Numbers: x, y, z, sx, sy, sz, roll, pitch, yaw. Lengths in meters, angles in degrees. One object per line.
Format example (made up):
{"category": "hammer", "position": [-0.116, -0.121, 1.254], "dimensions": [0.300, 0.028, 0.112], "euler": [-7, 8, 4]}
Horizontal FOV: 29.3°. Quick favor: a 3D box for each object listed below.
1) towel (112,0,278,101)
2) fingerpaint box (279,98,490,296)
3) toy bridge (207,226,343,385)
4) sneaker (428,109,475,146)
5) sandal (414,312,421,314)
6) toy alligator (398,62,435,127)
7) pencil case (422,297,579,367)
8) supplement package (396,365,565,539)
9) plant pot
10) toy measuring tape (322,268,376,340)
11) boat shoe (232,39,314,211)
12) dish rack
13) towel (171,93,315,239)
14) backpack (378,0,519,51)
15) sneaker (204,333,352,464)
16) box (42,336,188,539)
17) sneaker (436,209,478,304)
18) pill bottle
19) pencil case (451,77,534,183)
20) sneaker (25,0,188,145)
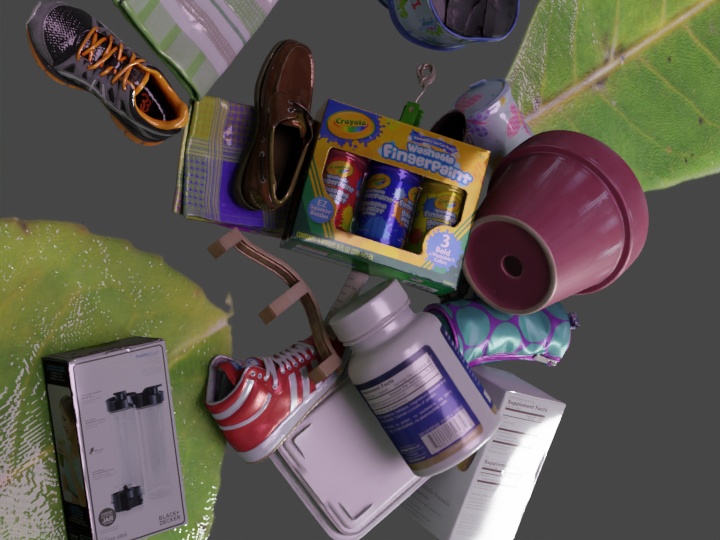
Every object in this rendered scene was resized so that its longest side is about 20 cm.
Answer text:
{"category": "towel", "position": [-0.163, -0.302, 1.485], "dimensions": [0.149, 0.031, 0.201], "euler": [48, 57, -28]}
{"category": "fingerpaint box", "position": [0.029, -0.081, 1.555], "dimensions": [0.199, 0.073, 0.168], "euler": [18, 79, -11]}
{"category": "toy bridge", "position": [-0.084, 0.035, 1.528], "dimensions": [0.200, 0.027, 0.067], "euler": [51, 44, -1]}
{"category": "sneaker", "position": [0.094, -0.088, 1.654], "dimensions": [0.106, 0.074, 0.201], "euler": [67, 31, -64]}
{"category": "sandal", "position": [0.041, 0.139, 1.669], "dimensions": [0.075, 0.045, 0.200], "euler": [50, 62, -29]}
{"category": "toy alligator", "position": [0.051, -0.158, 1.670], "dimensions": [0.054, 0.059, 0.201], "euler": [92, 19, -64]}
{"category": "pencil case", "position": [0.164, 0.078, 1.654], "dimensions": [0.199, 0.085, 0.093], "euler": [-3, 59, -36]}
{"category": "supplement package", "position": [0.146, 0.226, 1.685], "dimensions": [0.109, 0.114, 0.201], "euler": [15, 98, -39]}
{"category": "plant pot", "position": [0.215, -0.044, 1.627], "dimensions": [0.179, 0.199, 0.201], "euler": [-37, 114, -46]}
{"category": "toy measuring tape", "position": [0.000, 0.000, 1.613], "dimensions": [0.074, 0.073, 0.201], "euler": [42, 64, -32]}
{"category": "boat shoe", "position": [-0.079, -0.160, 1.518], "dimensions": [0.072, 0.068, 0.201], "euler": [17, 80, -36]}
{"category": "dish rack", "position": [0.008, 0.197, 1.590], "dimensions": [0.200, 0.044, 0.172], "euler": [-38, 94, -17]}
{"category": "towel", "position": [-0.116, -0.114, 1.548], "dimensions": [0.199, 0.023, 0.145], "euler": [10, 86, -39]}
{"category": "backpack", "position": [0.102, -0.365, 1.638], "dimensions": [0.182, 0.147, 0.202], "euler": [-2, 89, -40]}
{"category": "sneaker", "position": [-0.093, 0.107, 1.542], "dimensions": [0.200, 0.071, 0.113], "euler": [-51, 124, -24]}
{"category": "box", "position": [-0.251, 0.176, 1.421], "dimensions": [0.116, 0.060, 0.201], "euler": [-13, 100, -38]}
{"category": "sneaker", "position": [0.139, 0.020, 1.739], "dimensions": [0.089, 0.078, 0.201], "euler": [-13, 106, -49]}
{"category": "pill bottle", "position": [0.056, 0.115, 1.524], "dimensions": [0.120, 0.120, 0.201], "euler": [-37, 97, -32]}
{"category": "pencil case", "position": [0.195, -0.148, 1.763], "dimensions": [0.200, 0.083, 0.091], "euler": [56, 36, -26]}
{"category": "sneaker", "position": [-0.251, -0.205, 1.399], "dimensions": [0.200, 0.077, 0.079], "euler": [39, 69, -32]}
